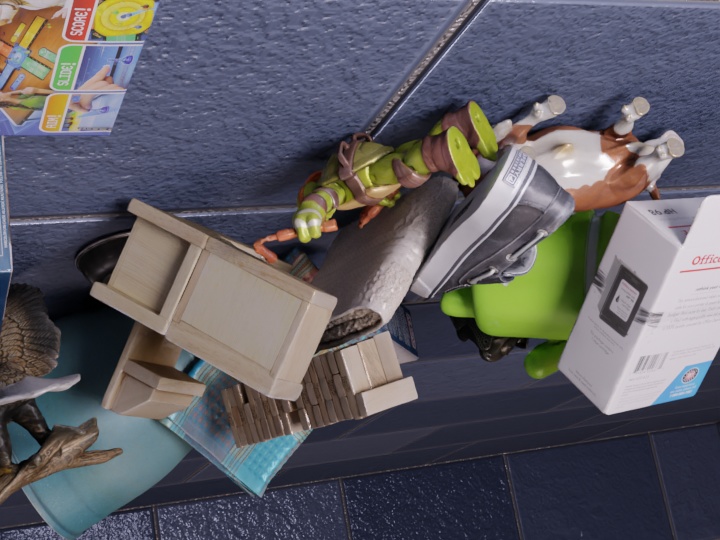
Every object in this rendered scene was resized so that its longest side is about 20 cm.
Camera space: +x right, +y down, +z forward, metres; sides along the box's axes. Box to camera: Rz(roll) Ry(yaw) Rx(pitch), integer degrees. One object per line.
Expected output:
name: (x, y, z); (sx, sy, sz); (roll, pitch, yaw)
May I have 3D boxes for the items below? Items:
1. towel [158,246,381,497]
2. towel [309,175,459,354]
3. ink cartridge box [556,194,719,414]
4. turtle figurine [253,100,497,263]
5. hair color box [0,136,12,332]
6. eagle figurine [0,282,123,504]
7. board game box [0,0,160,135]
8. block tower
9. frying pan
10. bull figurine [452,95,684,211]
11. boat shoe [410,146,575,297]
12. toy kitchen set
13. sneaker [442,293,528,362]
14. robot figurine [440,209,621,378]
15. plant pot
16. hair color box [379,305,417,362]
towel: (-0.079, 0.098, 1.069); (0.147, 0.201, 0.022); (45, 170, -34)
towel: (0.000, 0.000, 0.925); (0.034, 0.134, 0.200); (36, 155, -14)
ink cartridge box: (0.249, 0.010, 0.920); (0.114, 0.067, 0.202); (-5, 126, -35)
turtle figurine: (0.015, -0.070, 0.820); (0.160, 0.065, 0.199); (-20, -177, 29)
hair color box: (-0.266, -0.012, 0.759); (0.060, 0.102, 0.200); (-3, 163, -21)
eagle figurine: (-0.301, 0.087, 0.903); (0.150, 0.201, 0.152); (-38, 162, -5)
board game box: (-0.173, -0.122, 0.559); (0.133, 0.035, 0.200); (-3, 162, -24)
block tower: (-0.039, 0.098, 0.932); (0.054, 0.059, 0.199); (-16, 177, -38)
frying pan: (-0.214, 0.006, 1.000); (0.188, 0.031, 0.114); (-24, 159, 30)
bull figurine: (0.171, -0.083, 0.876); (0.197, 0.066, 0.122); (-8, 162, -14)
boat shoe: (0.095, -0.019, 0.843); (0.067, 0.072, 0.200); (32, 151, -3)
toy kitchen set: (-0.096, 0.070, 0.902); (0.179, 0.165, 0.200); (25, -179, 26)
sneaker: (0.163, 0.021, 1.148); (0.076, 0.116, 0.198); (3, 157, -45)
robot figurine: (0.171, 0.003, 1.032); (0.197, 0.178, 0.116); (3, -156, 17)
plant pot: (-0.232, 0.121, 1.100); (0.186, 0.202, 0.200); (-26, 165, -3)
hair color box: (-0.010, 0.064, 1.243); (0.099, 0.061, 0.200); (-14, 164, 12)
